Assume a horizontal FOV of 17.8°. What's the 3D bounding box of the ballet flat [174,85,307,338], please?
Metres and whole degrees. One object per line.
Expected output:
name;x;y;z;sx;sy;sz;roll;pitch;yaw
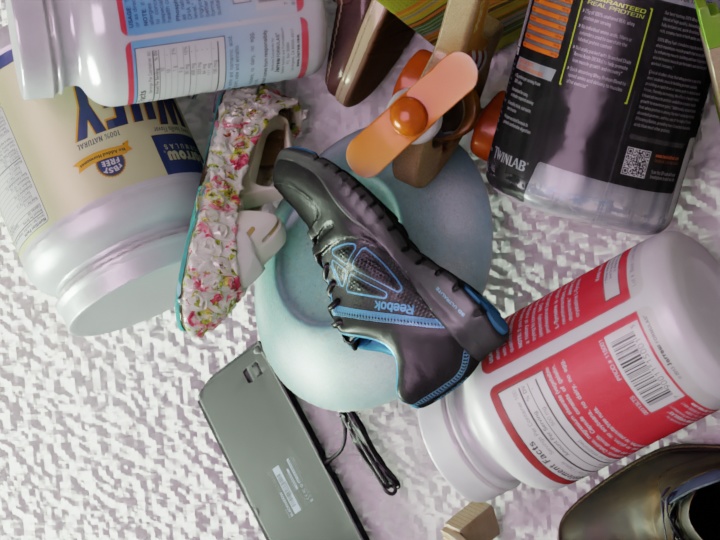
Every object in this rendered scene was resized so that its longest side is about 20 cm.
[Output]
ballet flat;-0.076;-0.046;1.519;0.063;0.076;0.201;1;57;12

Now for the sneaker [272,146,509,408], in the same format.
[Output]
sneaker;0.000;0.000;1.430;0.082;0.073;0.200;-47;60;5

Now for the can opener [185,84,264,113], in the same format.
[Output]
can opener;-0.073;-0.206;1.587;0.066;0.053;0.201;20;103;-5

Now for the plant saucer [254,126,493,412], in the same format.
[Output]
plant saucer;-0.004;-0.009;1.513;0.200;0.039;0.202;-15;64;34

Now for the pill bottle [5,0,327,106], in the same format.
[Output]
pill bottle;-0.128;-0.167;1.498;0.198;0.109;0.110;-9;86;-11

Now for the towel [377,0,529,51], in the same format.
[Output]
towel;0.038;-0.189;1.436;0.086;0.200;0.018;-28;53;28

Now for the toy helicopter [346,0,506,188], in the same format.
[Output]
toy helicopter;0.053;-0.133;1.412;0.079;0.132;0.201;29;134;17

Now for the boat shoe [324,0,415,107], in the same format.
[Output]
boat shoe;0.007;-0.208;1.505;0.072;0.072;0.201;27;117;19

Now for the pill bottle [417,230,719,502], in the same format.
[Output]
pill bottle;0.138;0.067;1.428;0.199;0.112;0.113;-30;77;28

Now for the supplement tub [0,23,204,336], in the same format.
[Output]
supplement tub;-0.185;-0.071;1.591;0.145;0.145;0.201;-31;77;27

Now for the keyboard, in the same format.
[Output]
keyboard;-0.030;0.138;1.580;0.127;0.021;0.201;-37;75;32

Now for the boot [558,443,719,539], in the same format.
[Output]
boot;0.194;0.145;1.406;0.199;0.097;0.075;-21;82;29

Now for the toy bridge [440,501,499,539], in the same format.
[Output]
toy bridge;0.120;0.203;1.435;0.199;0.067;0.027;24;139;45

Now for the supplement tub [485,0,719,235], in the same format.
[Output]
supplement tub;0.157;-0.132;1.405;0.122;0.122;0.201;21;102;28

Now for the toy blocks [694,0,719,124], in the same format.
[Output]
toy blocks;0.283;-0.083;1.342;0.136;0.100;0.201;-14;110;7
